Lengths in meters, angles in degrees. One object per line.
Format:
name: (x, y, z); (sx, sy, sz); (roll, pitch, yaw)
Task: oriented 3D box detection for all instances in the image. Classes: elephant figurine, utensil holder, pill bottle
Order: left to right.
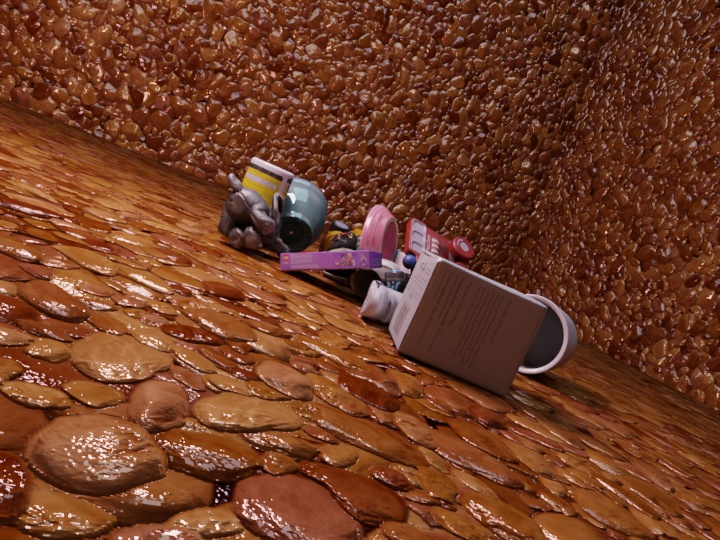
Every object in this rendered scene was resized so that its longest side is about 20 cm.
pill bottle: (-0.253, -0.168, 1.496); (0.113, 0.202, 0.114); (23, 5, -2)
elephant figurine: (-0.231, -0.117, 1.384); (0.141, 0.156, 0.200); (34, 17, 13)
utensil holder: (0.408, 0.150, 1.382); (0.169, 0.171, 0.199); (26, 5, 29)

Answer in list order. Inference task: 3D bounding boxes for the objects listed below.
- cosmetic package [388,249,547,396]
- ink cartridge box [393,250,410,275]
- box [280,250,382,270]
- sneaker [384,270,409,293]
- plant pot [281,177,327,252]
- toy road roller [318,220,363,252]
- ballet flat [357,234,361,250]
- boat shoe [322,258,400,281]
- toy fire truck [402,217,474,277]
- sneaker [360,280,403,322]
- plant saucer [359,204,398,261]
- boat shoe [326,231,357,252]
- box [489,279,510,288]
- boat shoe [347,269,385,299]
cosmetic package: (0.175, 0.084, 1.037); (0.198, 0.168, 0.167); (23, 5, -7)
ink cartridge box: (0.145, 0.036, 1.590); (0.127, 0.126, 0.200); (22, 5, -8)
box: (-0.061, -0.021, 1.327); (0.198, 0.040, 0.137); (-1, -1, 14)
sneaker: (0.094, 0.071, 1.386); (0.072, 0.083, 0.200); (-1, -23, 23)
plant pot: (-0.185, -0.130, 1.613); (0.199, 0.201, 0.135); (21, 31, -19)
toy road roller: (-0.025, -0.044, 1.744); (0.198, 0.124, 0.146); (21, 20, -20)
ballet flat: (0.035, -0.089, 1.685); (0.074, 0.075, 0.200); (24, 30, 10)
boat shoe: (0.000, 0.000, 1.485); (0.198, 0.073, 0.066); (11, 6, 5)
toy fire truck: (0.171, -0.016, 1.423); (0.167, 0.112, 0.201); (27, 47, -18)
sneaker: (0.069, 0.073, 1.178); (0.114, 0.076, 0.200); (21, 2, 8)
plant saucer: (0.054, -0.071, 1.594); (0.050, 0.203, 0.200); (11, 1, 20)
boat shoe: (-0.044, -0.064, 1.474); (0.073, 0.064, 0.201); (2, 1, 1)
box: (0.256, 0.090, 1.375); (0.199, 0.158, 0.051); (16, 35, -49)
boat shoe: (0.015, 0.038, 1.406); (0.071, 0.073, 0.199); (-2, -6, 30)
